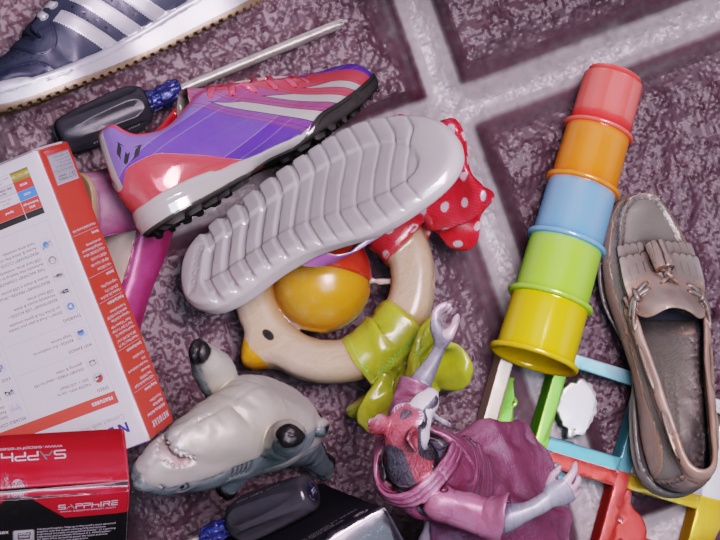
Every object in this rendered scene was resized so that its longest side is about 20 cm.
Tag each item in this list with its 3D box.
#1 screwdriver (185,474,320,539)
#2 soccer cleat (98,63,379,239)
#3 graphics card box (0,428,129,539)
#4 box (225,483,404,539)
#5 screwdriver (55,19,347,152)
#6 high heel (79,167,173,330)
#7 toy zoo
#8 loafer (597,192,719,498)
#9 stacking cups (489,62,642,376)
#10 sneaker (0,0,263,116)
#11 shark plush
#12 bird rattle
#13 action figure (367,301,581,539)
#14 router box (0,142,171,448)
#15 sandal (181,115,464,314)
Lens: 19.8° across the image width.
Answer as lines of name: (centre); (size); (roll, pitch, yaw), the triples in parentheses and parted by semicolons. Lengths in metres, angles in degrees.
screwdriver: (-0.109, 0.171, 1.255); (0.199, 0.029, 0.028); (-29, 129, 21)
soccer cleat: (-0.071, -0.093, 1.267); (0.199, 0.068, 0.074); (-33, 91, -33)
graphics card box: (-0.199, 0.175, 1.212); (0.124, 0.201, 0.051); (-3, 45, -10)
box: (-0.007, 0.245, 1.235); (0.123, 0.198, 0.201); (-29, 94, -12)
screwdriver: (-0.100, -0.124, 1.298); (0.199, 0.028, 0.029); (-27, 127, -7)
high heel: (-0.148, 0.028, 1.293); (0.096, 0.067, 0.202); (-12, 105, -50)
toy zoo: (0.169, 0.132, 1.359); (0.198, 0.020, 0.132); (18, 86, -10)
loafer: (0.201, 0.043, 1.329); (0.071, 0.063, 0.202); (-4, 79, -15)
stacking cups: (0.142, -0.035, 1.326); (0.060, 0.060, 0.202); (22, 78, -10)
sneaker: (-0.168, -0.175, 1.271); (0.199, 0.070, 0.109); (-27, 99, -17)
shark plush: (-0.070, 0.102, 1.241); (0.091, 0.200, 0.084); (39, 97, 13)
bird rattle: (0.000, 0.000, 1.293); (0.161, 0.113, 0.202); (2, 86, 6)
action figure: (0.048, 0.122, 1.208); (0.149, 0.200, 0.134); (-41, 54, 12)
router box: (-0.237, 0.043, 1.224); (0.198, 0.049, 0.181); (-19, 95, 14)
sandal: (-0.020, -0.033, 1.255); (0.201, 0.050, 0.083); (-25, 52, 22)
